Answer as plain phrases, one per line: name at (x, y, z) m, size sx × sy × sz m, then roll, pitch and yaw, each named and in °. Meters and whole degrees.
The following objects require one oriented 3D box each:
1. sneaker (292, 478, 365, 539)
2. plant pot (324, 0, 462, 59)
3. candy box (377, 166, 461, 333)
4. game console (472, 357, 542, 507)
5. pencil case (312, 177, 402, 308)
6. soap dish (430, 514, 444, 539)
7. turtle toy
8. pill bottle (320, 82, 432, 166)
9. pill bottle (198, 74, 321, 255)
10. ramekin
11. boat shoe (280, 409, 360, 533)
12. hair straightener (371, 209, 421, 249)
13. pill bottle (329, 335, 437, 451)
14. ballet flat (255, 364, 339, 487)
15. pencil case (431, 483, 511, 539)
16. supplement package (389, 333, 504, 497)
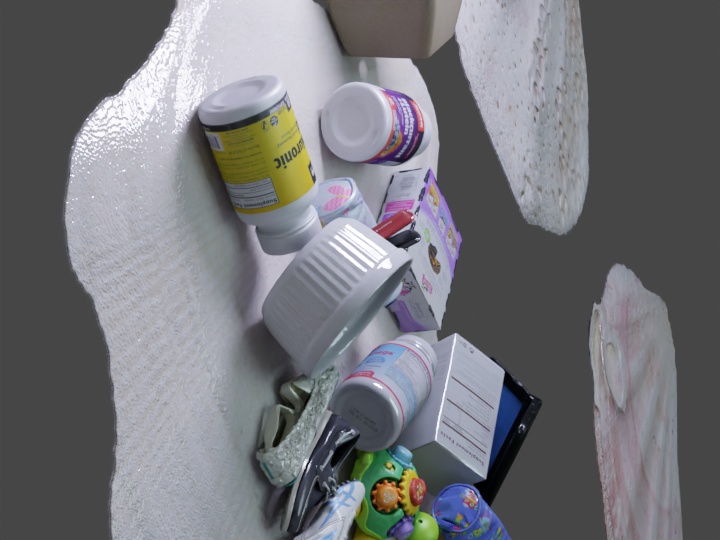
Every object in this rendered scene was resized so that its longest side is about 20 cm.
sneaker at (-0.040, 0.344, 1.612) m, size 0.200 × 0.072 × 0.072 m, roll -45°, pitch 164°, yaw -52°
plant pot at (0.054, -0.422, 1.869) m, size 0.200 × 0.197 × 0.180 m, roll -49°, pitch 140°, yaw -57°
candy box at (0.088, -0.032, 1.975) m, size 0.202 × 0.070 × 0.169 m, roll -72°, pitch 146°, yaw -42°
game console at (0.195, 0.271, 1.982) m, size 0.202 × 0.115 × 0.176 m, roll -68°, pitch 168°, yaw 24°
pencil case at (-0.012, -0.033, 1.754) m, size 0.090 × 0.083 × 0.201 m, roll -34°, pitch 128°, yaw -12°
soap dish at (0.150, 0.486, 1.987) m, size 0.200 × 0.080 × 0.159 m, roll 51°, pitch 41°, yaw -50°
turtle toy at (0.046, 0.331, 1.776) m, size 0.202 × 0.100 × 0.147 m, roll 66°, pitch 31°, yaw -33°
pill bottle at (0.032, -0.212, 1.847) m, size 0.199 × 0.110 × 0.113 m, roll -4°, pitch 88°, yaw -64°
pill bottle at (-0.115, -0.125, 1.522) m, size 0.112 × 0.110 × 0.202 m, roll -58°, pitch 136°, yaw -52°
ramekin at (-0.035, 0.027, 1.572) m, size 0.105 × 0.201 × 0.200 m, roll 41°, pitch 28°, yaw 8°
boat shoe at (-0.049, 0.262, 1.607) m, size 0.201 × 0.062 × 0.073 m, roll -66°, pitch 178°, yaw -50°
hair straightener at (0.000, 0.000, 1.698) m, size 0.199 × 0.041 × 0.078 m, roll -35°, pitch 127°, yaw -14°
pill bottle at (0.041, 0.168, 1.791) m, size 0.200 × 0.107 × 0.110 m, roll -42°, pitch 122°, yaw -60°
ballet flat at (-0.081, 0.180, 1.588) m, size 0.072 × 0.071 × 0.201 m, roll 64°, pitch 32°, yaw -36°
pencil case at (0.173, 0.399, 1.873) m, size 0.088 × 0.077 × 0.201 m, roll -59°, pitch 140°, yaw -24°
supplement package at (0.132, 0.223, 1.923) m, size 0.117 × 0.116 × 0.202 m, roll 37°, pitch 48°, yaw -25°
